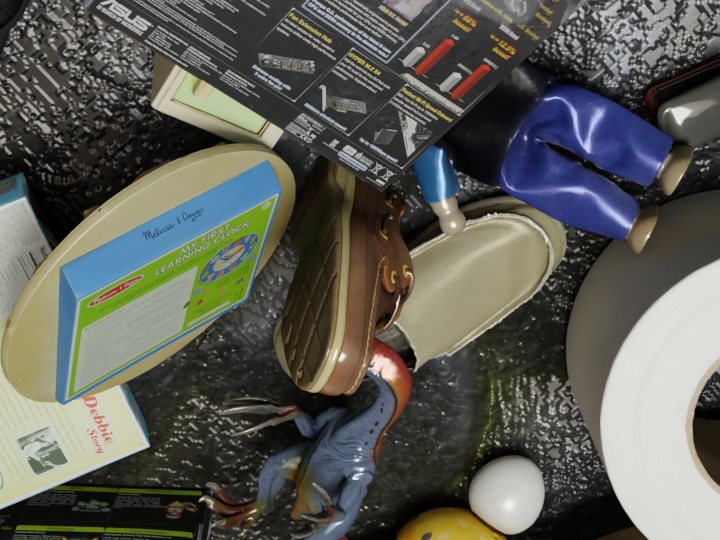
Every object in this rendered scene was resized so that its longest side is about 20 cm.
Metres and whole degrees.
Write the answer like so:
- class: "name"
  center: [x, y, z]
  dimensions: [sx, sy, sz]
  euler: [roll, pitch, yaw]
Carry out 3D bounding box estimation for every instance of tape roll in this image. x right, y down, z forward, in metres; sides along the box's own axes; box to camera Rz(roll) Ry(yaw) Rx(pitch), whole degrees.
- class: "tape roll"
  center: [0.229, 0.064, 0.867]
  dimensions: [0.202, 0.139, 0.204]
  euler: [0, 106, 0]

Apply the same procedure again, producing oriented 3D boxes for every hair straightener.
- class: "hair straightener"
  center: [0.263, -0.113, 0.837]
  dimensions: [0.199, 0.077, 0.041]
  euler: [-18, 111, 8]

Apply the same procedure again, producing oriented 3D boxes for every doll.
- class: "doll"
  center: [0.082, -0.079, 0.849]
  dimensions: [0.200, 0.048, 0.137]
  euler: [28, 112, 4]

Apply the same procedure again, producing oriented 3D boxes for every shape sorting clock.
- class: "shape sorting clock"
  center: [-0.119, 0.002, 0.846]
  dimensions: [0.200, 0.200, 0.039]
  euler: [-45, 72, 18]

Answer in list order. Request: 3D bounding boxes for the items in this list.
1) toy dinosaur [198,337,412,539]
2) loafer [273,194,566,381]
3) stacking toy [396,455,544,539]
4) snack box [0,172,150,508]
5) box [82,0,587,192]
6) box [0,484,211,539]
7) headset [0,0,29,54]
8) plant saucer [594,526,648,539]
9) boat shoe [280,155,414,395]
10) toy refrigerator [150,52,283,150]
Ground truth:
- class: "toy dinosaur"
  center: [-0.020, 0.106, 0.905]
  dimensions: [0.182, 0.200, 0.105]
  euler: [-45, 71, 22]
- class: "loafer"
  center: [0.037, 0.024, 0.905]
  dimensions: [0.200, 0.068, 0.076]
  euler: [-29, 110, 13]
- class: "stacking toy"
  center: [0.053, 0.206, 0.973]
  dimensions: [0.146, 0.146, 0.200]
  euler: [34, 91, -13]
- class: "snack box"
  center: [-0.219, 0.049, 0.906]
  dimensions: [0.116, 0.037, 0.200]
  euler: [-22, 123, -4]
- class: "box"
  center: [-0.012, -0.144, 0.732]
  dimensions: [0.200, 0.050, 0.158]
  euler: [29, 122, -32]
- class: "box"
  center: [-0.200, 0.200, 0.918]
  dimensions: [0.199, 0.193, 0.048]
  euler: [2, 111, -1]
- class: "headset"
  center: [-0.239, -0.178, 0.790]
  dimensions: [0.123, 0.094, 0.200]
  euler: [43, 125, 16]
- class: "plant saucer"
  center: [0.181, 0.214, 0.966]
  dimensions: [0.199, 0.036, 0.201]
  euler: [-10, 143, -8]
- class: "boat shoe"
  center: [0.000, 0.000, 0.825]
  dimensions: [0.067, 0.200, 0.072]
  euler: [22, 121, -13]
- class: "toy refrigerator"
  center: [-0.036, -0.161, 0.793]
  dimensions: [0.076, 0.070, 0.200]
  euler: [22, 128, -23]
